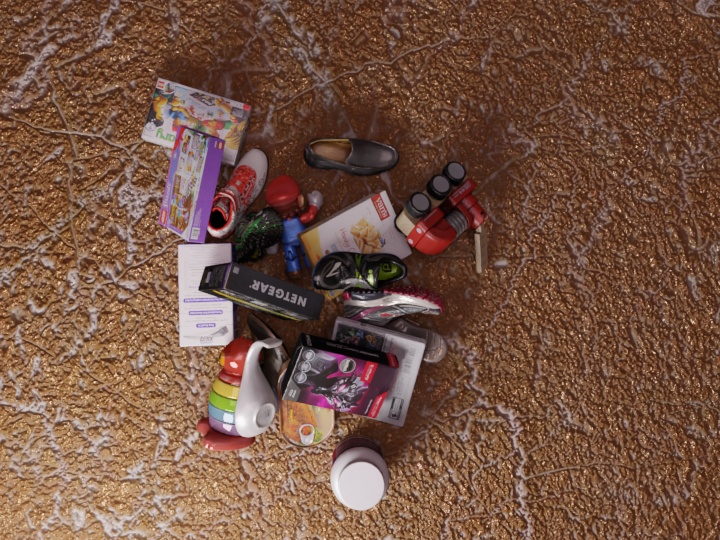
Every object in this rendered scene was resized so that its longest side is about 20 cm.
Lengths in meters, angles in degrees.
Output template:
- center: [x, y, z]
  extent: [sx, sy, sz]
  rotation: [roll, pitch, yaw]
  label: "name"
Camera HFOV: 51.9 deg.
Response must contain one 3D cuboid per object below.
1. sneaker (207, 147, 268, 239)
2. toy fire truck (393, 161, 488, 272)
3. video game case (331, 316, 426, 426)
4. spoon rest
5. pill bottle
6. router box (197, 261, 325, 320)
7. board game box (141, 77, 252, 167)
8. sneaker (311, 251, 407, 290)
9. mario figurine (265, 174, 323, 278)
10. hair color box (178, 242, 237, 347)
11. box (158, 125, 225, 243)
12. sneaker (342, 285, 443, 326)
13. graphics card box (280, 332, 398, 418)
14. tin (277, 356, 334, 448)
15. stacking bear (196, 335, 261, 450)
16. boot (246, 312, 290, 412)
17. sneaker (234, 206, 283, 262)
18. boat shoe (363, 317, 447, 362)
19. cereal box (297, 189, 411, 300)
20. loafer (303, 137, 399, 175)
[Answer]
- center: [-0.243, -0.157, 1.470]
  extent: [0.067, 0.108, 0.203]
  rotation: [29, 87, -1]
  label: "sneaker"
- center: [0.184, -0.081, 1.471]
  extent: [0.200, 0.129, 0.176]
  rotation: [47, 61, 5]
  label: "toy fire truck"
- center: [0.020, 0.201, 1.459]
  extent: [0.179, 0.023, 0.203]
  rotation: [14, 116, 3]
  label: "video game case"
- center: [-0.190, 0.217, 1.385]
  extent: [0.060, 0.099, 0.203]
  rotation: [23, 109, 37]
  label: "spoon rest"
- center: [-0.003, 0.386, 1.413]
  extent: [0.111, 0.200, 0.115]
  rotation: [0, 87, -2]
  label: "pill bottle"
- center: [-0.189, 0.043, 1.404]
  extent: [0.198, 0.156, 0.053]
  rotation: [22, 77, -28]
  label: "router box"
- center: [-0.332, -0.300, 1.509]
  extent: [0.197, 0.035, 0.128]
  rotation: [16, 88, -2]
  label: "board game box"
- center: [0.000, 0.000, 1.422]
  extent: [0.196, 0.083, 0.072]
  rotation: [-5, 101, -20]
  label: "sneaker"
- center: [-0.135, -0.094, 1.502]
  extent: [0.122, 0.105, 0.203]
  rotation: [-21, 101, -38]
  label: "mario figurine"
- center: [-0.305, 0.049, 1.483]
  extent: [0.107, 0.065, 0.204]
  rotation: [-1, 86, -3]
  label: "hair color box"
- center: [-0.329, -0.170, 1.439]
  extent: [0.039, 0.136, 0.203]
  rotation: [5, 104, -42]
  label: "box"
- center: [0.065, 0.071, 1.438]
  extent: [0.197, 0.081, 0.076]
  rotation: [1, 101, 16]
  label: "sneaker"
- center: [-0.039, 0.200, 1.395]
  extent: [0.197, 0.051, 0.127]
  rotation: [16, 114, -17]
  label: "graphics card box"
- center: [-0.107, 0.256, 1.456]
  extent: [0.110, 0.042, 0.203]
  rotation: [-2, 114, -6]
  label: "tin"
- center: [-0.242, 0.230, 1.436]
  extent: [0.112, 0.121, 0.203]
  rotation: [7, 100, -23]
  label: "stacking bear"
- center: [-0.183, 0.184, 1.475]
  extent: [0.097, 0.075, 0.201]
  rotation: [-39, 95, -4]
  label: "boot"
- center: [-0.208, -0.081, 1.429]
  extent: [0.077, 0.200, 0.087]
  rotation: [-7, 77, -28]
  label: "sneaker"
- center: [0.085, 0.131, 1.491]
  extent: [0.198, 0.072, 0.077]
  rotation: [26, 91, 18]
  label: "boat shoe"
- center: [-0.010, -0.053, 1.476]
  extent: [0.198, 0.039, 0.145]
  rotation: [-30, 107, -13]
  label: "cereal box"
- center: [-0.017, -0.234, 1.500]
  extent: [0.196, 0.072, 0.074]
  rotation: [-1, 87, -3]
  label: "loafer"
